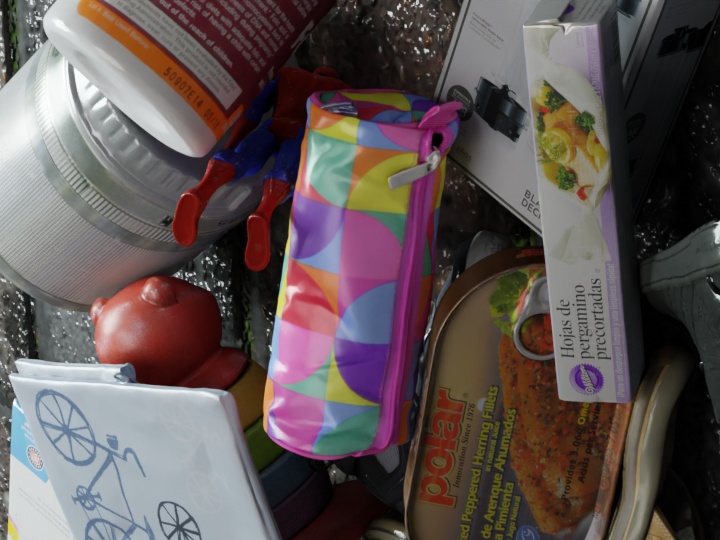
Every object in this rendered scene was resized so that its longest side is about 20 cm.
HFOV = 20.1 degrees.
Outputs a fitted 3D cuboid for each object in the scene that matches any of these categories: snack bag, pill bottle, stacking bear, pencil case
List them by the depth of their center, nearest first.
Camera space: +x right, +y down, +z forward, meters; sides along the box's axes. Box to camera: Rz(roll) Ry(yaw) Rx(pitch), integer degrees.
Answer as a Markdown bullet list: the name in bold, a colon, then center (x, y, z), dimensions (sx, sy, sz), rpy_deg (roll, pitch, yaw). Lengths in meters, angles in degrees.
- **pencil case**: center (0.000, 0.000, 1.065), dimensions (0.088, 0.088, 0.201), rpy_deg (24, 112, 41)
- **pill bottle**: center (-0.065, -0.170, 1.091), dimensions (0.114, 0.200, 0.114), rpy_deg (39, 172, 6)
- **snack bag**: center (-0.113, 0.139, 1.197), dimensions (0.200, 0.021, 0.189), rpy_deg (0, 116, 44)
- **stacking bear**: center (-0.089, 0.092, 1.244), dimensions (0.121, 0.114, 0.200), rpy_deg (-18, 107, 50)

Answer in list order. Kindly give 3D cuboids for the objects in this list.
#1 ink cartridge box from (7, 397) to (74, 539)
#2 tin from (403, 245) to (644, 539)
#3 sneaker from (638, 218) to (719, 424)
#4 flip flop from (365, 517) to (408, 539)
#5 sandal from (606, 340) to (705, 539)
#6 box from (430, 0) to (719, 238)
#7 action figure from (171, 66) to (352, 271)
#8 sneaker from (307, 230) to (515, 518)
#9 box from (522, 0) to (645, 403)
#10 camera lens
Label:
- **ink cartridge box**: center (-0.155, 0.184, 1.382), dimensions (0.128, 0.125, 0.200), rpy_deg (33, 128, 38)
- **tin**: center (0.083, 0.082, 1.079), dimensions (0.042, 0.112, 0.201), rpy_deg (-109, 26, -64)
- **sneaker**: center (0.176, 0.033, 0.935), dimensions (0.200, 0.060, 0.105), rpy_deg (113, 147, -80)
- **flip flop**: center (0.068, 0.218, 1.176), dimensions (0.200, 0.058, 0.081), rpy_deg (45, 177, 22)
- **sandal**: center (0.158, 0.135, 1.065), dimensions (0.054, 0.080, 0.201), rpy_deg (12, 109, 10)
- **box**: center (0.112, -0.125, 1.021), dimensions (0.117, 0.060, 0.200), rpy_deg (41, 131, 32)
- **action figure**: center (-0.046, -0.067, 1.133), dimensions (0.065, 0.200, 0.052), rpy_deg (15, 125, 10)
- **sneaker**: center (0.021, 0.055, 1.149), dimensions (0.114, 0.076, 0.200), rpy_deg (19, 125, 11)
- **box**: center (0.110, -0.032, 0.985), dimensions (0.039, 0.041, 0.201), rpy_deg (2, 116, 21)
- **camera lens**: center (-0.144, -0.076, 1.250), dimensions (0.200, 0.160, 0.160), rpy_deg (-35, 77, 48)
